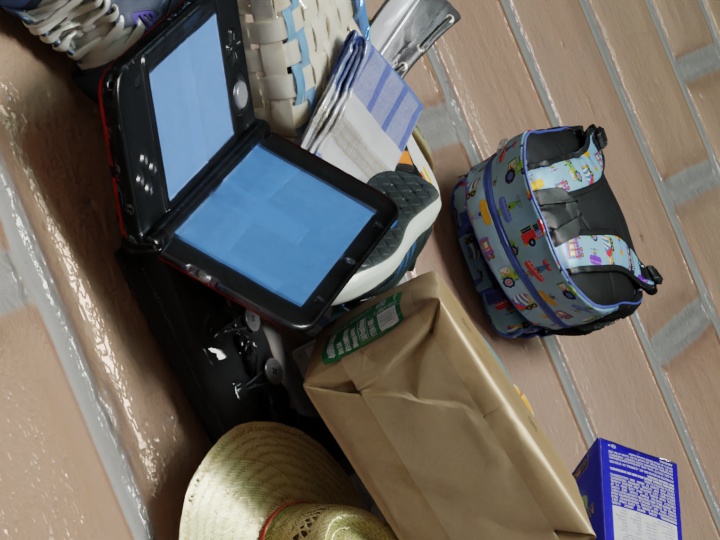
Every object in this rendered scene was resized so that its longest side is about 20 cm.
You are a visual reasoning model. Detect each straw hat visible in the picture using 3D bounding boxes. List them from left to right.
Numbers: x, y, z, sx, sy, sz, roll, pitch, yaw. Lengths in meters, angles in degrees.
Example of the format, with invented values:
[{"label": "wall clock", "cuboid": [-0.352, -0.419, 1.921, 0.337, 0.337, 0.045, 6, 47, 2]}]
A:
[{"label": "straw hat", "cuboid": [-0.017, 0.186, 1.546, 0.201, 0.085, 0.202, 14, 72, -50]}]

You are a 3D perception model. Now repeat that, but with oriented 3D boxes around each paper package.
[{"label": "paper package", "cuboid": [0.054, 0.105, 1.604, 0.191, 0.103, 0.200, 56, 5, -5]}]

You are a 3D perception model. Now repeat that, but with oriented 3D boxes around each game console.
[{"label": "game console", "cuboid": [-0.066, -0.078, 1.604, 0.200, 0.118, 0.173, -53, 140, -59]}]

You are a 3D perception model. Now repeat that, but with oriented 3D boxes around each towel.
[{"label": "towel", "cuboid": [-0.016, -0.053, 1.778, 0.200, 0.024, 0.147, -66, 155, -10]}]

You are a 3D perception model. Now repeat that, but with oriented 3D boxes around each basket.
[{"label": "basket", "cuboid": [-0.061, -0.197, 1.789, 0.200, 0.139, 0.177, -53, 142, -50]}]

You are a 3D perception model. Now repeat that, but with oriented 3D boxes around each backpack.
[{"label": "backpack", "cuboid": [0.153, -0.029, 2.164, 0.200, 0.134, 0.183, -9, 78, -68]}]

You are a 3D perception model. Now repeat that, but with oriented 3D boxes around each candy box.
[{"label": "candy box", "cuboid": [0.176, 0.258, 1.896, 0.077, 0.169, 0.200, 18, 43, -14]}]

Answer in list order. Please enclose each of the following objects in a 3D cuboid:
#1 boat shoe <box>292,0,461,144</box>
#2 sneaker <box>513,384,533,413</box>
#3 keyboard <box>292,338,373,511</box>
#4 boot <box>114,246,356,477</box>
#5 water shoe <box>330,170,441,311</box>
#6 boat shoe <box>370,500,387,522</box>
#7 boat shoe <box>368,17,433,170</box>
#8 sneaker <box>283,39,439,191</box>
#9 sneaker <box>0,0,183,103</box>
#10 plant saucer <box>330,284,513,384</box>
[{"label": "boat shoe", "cuboid": [0.011, -0.132, 1.899, 0.066, 0.070, 0.200, 34, 67, -6]}, {"label": "sneaker", "cuboid": [0.062, 0.109, 1.910, 0.200, 0.078, 0.077, 36, 37, -36]}, {"label": "keyboard", "cuboid": [0.017, 0.135, 1.804, 0.200, 0.056, 0.011, 65, -14, -7]}, {"label": "boot", "cuboid": [-0.072, 0.056, 1.665, 0.200, 0.066, 0.165, 63, 20, 0]}, {"label": "water shoe", "cuboid": [0.000, 0.000, 1.731, 0.200, 0.071, 0.079, -38, 145, -54]}, {"label": "boat shoe", "cuboid": [0.054, 0.240, 1.780, 0.057, 0.068, 0.201, 10, 65, -74]}, {"label": "boat shoe", "cuboid": [-0.001, -0.148, 2.019, 0.063, 0.073, 0.200, -95, 164, -50]}, {"label": "sneaker", "cuboid": [0.000, -0.092, 1.954, 0.200, 0.070, 0.090, 57, 24, -27]}, {"label": "sneaker", "cuboid": [-0.164, -0.151, 1.612, 0.147, 0.080, 0.200, 63, 16, 0]}, {"label": "plant saucer", "cuboid": [0.059, 0.084, 1.797, 0.200, 0.036, 0.200, 39, 30, -28]}]
